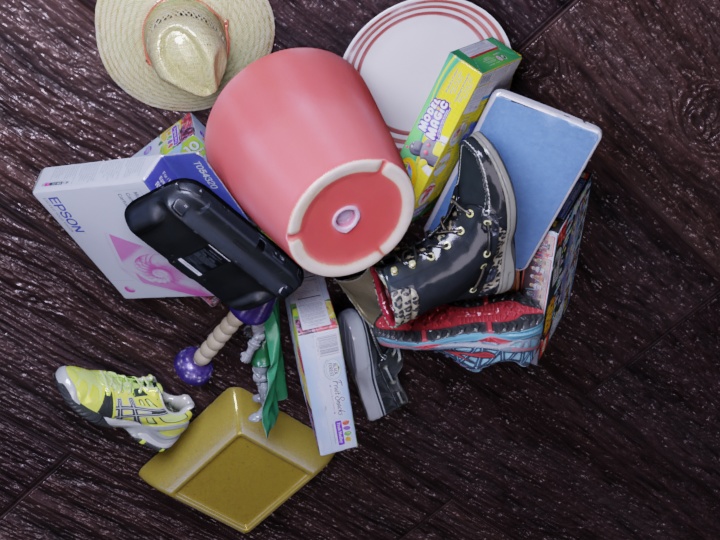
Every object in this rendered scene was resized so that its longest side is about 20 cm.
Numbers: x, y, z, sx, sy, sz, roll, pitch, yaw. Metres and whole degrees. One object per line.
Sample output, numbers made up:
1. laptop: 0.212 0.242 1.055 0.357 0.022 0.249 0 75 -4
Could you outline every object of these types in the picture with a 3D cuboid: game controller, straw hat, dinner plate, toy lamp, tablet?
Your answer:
1. game controller: -0.150 -0.023 1.397 0.104 0.042 0.200 -15 139 35
2. straw hat: -0.177 -0.226 1.374 0.199 0.085 0.202 -7 129 -9
3. dinner plate: 0.070 -0.214 1.486 0.198 0.024 0.201 -8 130 -9
4. toy lamp: -0.154 0.067 1.582 0.058 0.059 0.200 16 141 -24
5. tablet: 0.164 -0.095 1.475 0.129 0.014 0.201 20 125 -10

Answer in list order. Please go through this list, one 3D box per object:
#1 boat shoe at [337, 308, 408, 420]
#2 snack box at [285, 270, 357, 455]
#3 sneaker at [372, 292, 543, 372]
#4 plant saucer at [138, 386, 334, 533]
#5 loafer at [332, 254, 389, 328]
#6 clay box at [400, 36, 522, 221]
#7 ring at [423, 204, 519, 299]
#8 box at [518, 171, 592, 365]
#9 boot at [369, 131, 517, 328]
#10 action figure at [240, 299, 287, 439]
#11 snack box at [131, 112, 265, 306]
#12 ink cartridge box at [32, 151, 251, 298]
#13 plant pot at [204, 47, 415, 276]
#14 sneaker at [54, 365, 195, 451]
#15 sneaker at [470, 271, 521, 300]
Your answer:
1. boat shoe: 0.019 0.110 1.710 0.070 0.072 0.201 -23 140 -7
2. snack box: -0.051 0.099 1.617 0.053 0.143 0.201 -11 129 -4
3. sneaker: 0.114 0.085 1.570 0.198 0.080 0.096 0 130 9
4. plant saucer: -0.159 0.268 1.797 0.200 0.049 0.199 -42 125 19
5. loafer: 0.000 0.000 1.587 0.075 0.068 0.201 -8 122 30
6. clay box: 0.093 -0.148 1.456 0.047 0.115 0.201 36 120 14
7. ring: 0.094 -0.008 1.599 0.199 0.019 0.202 12 121 20
8. box: 0.229 -0.005 1.621 0.040 0.137 0.201 18 131 18
9. boot: 0.086 -0.036 1.436 0.153 0.074 0.205 -21 130 -15
10. action figure: -0.119 0.089 1.642 0.054 0.118 0.201 1 120 0
11. snack box: -0.179 -0.064 1.523 0.142 0.053 0.200 -35 127 14
12. ink cartridge box: -0.215 -0.042 1.436 0.199 0.044 0.197 -3 142 28
13. plant pot: -0.043 -0.101 1.392 0.199 0.178 0.202 -16 133 -18
14. sneaker: -0.291 0.153 1.665 0.076 0.076 0.200 -46 135 13
15. sneaker: 0.169 0.007 1.649 0.087 0.082 0.201 -4 129 -9
